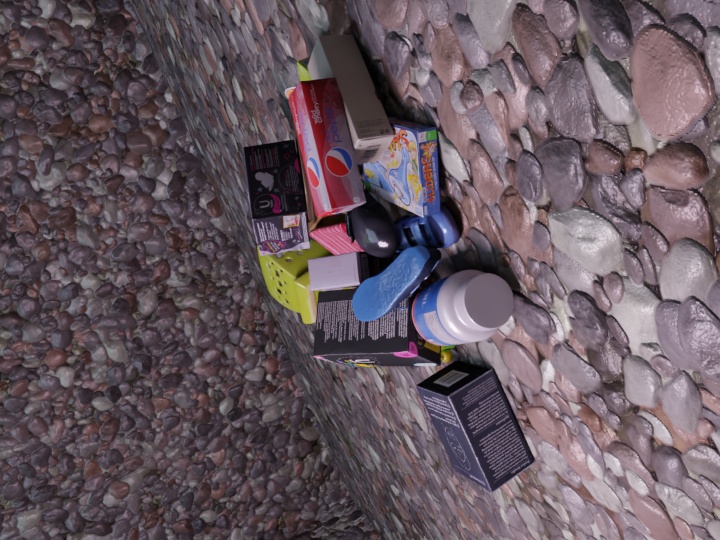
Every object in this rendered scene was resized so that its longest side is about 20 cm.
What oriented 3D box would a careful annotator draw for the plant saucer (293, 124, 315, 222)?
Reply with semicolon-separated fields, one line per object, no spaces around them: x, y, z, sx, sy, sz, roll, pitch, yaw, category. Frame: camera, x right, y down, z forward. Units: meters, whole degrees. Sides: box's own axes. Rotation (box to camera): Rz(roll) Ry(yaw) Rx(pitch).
-0.109;-0.200;1.344;0.200;0.029;0.202;172;90;-85;plant saucer

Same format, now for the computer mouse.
0.004;-0.082;1.148;0.200;0.052;0.140;-130;32;-56;computer mouse

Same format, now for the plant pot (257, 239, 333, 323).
-0.121;0.003;1.668;0.181;0.198;0.201;43;155;33;plant pot

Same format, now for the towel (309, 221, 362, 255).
-0.022;-0.049;1.426;0.144;0.023;0.200;39;161;-20;towel

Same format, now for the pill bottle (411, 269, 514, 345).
0.163;0.059;1.046;0.113;0.112;0.200;62;162;1;pill bottle

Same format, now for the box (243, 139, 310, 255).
-0.177;-0.152;1.381;0.133;0.114;0.201;90;170;-57;box

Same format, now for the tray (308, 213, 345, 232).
-0.048;-0.115;1.428;0.200;0.098;0.037;140;137;-72;tray

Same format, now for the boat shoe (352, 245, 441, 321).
0.065;0.029;1.098;0.200;0.068;0.085;-35;72;43;boat shoe

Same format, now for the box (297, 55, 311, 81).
-0.061;-0.298;1.272;0.122;0.047;0.201;46;157;37;box

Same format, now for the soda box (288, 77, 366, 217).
-0.054;-0.191;1.026;0.070;0.063;0.202;-16;88;66;soda box

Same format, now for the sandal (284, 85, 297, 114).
-0.056;-0.248;1.169;0.079;0.060;0.206;-1;151;44;sandal

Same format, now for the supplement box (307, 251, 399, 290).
0.000;0.000;1.248;0.108;0.199;0.062;-8;86;29;supplement box

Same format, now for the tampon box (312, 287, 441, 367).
0.035;0.108;1.226;0.150;0.198;0.128;28;-119;-55;tampon box

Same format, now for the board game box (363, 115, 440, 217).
0.061;-0.178;1.075;0.200;0.034;0.137;34;135;58;board game box

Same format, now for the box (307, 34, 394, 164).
-0.018;-0.277;1.066;0.202;0.068;0.082;71;155;16;box

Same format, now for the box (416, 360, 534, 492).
0.214;0.290;1.248;0.201;0.106;0.148;66;162;-7;box

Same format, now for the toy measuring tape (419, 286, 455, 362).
0.118;0.097;1.305;0.201;0.073;0.074;60;163;9;toy measuring tape

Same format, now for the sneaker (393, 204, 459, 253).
0.098;-0.060;1.107;0.074;0.082;0.200;65;161;-6;sneaker
